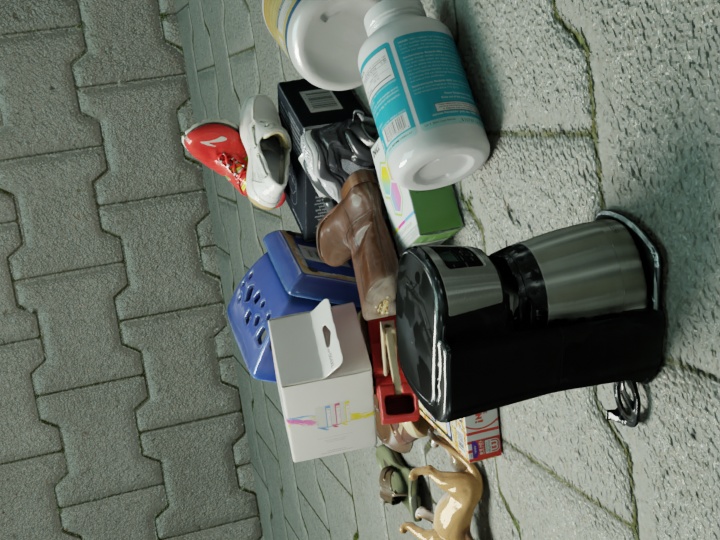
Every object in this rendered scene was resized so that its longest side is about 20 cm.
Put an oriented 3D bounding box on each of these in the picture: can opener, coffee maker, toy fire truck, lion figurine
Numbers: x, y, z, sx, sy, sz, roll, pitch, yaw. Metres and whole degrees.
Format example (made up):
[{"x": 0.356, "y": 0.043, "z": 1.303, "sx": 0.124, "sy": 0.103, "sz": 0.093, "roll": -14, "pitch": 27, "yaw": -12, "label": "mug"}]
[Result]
[{"x": -0.032, "y": -0.088, "z": 1.554, "sx": 0.200, "sy": 0.053, "sz": 0.067, "roll": 61, "pitch": -149, "yaw": -26, "label": "can opener"}, {"x": 0.139, "y": 0.059, "z": 0.894, "sx": 0.135, "sy": 0.199, "sz": 0.193, "roll": 178, "pitch": 82, "yaw": -76, "label": "coffee maker"}, {"x": 0.038, "y": 0.109, "z": 1.418, "sx": 0.141, "sy": 0.049, "sz": 0.201, "roll": 91, "pitch": 172, "yaw": -72, "label": "toy fire truck"}, {"x": 0.121, "y": 0.308, "z": 1.384, "sx": 0.122, "sy": 0.072, "sz": 0.201, "roll": 22, "pitch": 121, "yaw": 32, "label": "lion figurine"}]

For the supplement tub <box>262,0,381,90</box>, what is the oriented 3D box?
[{"x": -0.048, "y": -0.337, "z": 1.418, "sx": 0.200, "sy": 0.144, "sz": 0.145, "roll": -121, "pitch": 25, "yaw": -52, "label": "supplement tub"}]

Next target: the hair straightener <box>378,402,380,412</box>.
[{"x": 0.048, "y": 0.119, "z": 1.585, "sx": 0.077, "sy": 0.041, "sz": 0.201, "roll": 18, "pitch": 109, "yaw": 27, "label": "hair straightener"}]

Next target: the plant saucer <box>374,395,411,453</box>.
[{"x": 0.036, "y": 0.194, "z": 1.708, "sx": 0.200, "sy": 0.032, "sz": 0.201, "roll": 168, "pitch": 90, "yaw": -75, "label": "plant saucer"}]

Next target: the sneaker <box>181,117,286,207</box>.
[{"x": -0.180, "y": -0.158, "z": 1.626, "sx": 0.077, "sy": 0.200, "sz": 0.085, "roll": -44, "pitch": 44, "yaw": 17, "label": "sneaker"}]

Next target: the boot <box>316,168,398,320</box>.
[{"x": 0.000, "y": 0.000, "z": 1.393, "sx": 0.187, "sy": 0.064, "sz": 0.200, "roll": 109, "pitch": 152, "yaw": -49, "label": "boot"}]

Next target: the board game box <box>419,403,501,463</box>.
[{"x": 0.110, "y": 0.131, "z": 1.352, "sx": 0.200, "sy": 0.046, "sz": 0.152, "roll": -142, "pitch": 43, "yaw": -68, "label": "board game box"}]

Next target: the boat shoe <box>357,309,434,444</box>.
[{"x": 0.035, "y": 0.152, "z": 1.533, "sx": 0.072, "sy": 0.072, "sz": 0.200, "roll": -36, "pitch": 76, "yaw": 42, "label": "boat shoe"}]

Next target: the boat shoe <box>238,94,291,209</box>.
[{"x": -0.132, "y": -0.188, "z": 1.594, "sx": 0.069, "sy": 0.071, "sz": 0.201, "roll": -41, "pitch": 48, "yaw": 43, "label": "boat shoe"}]

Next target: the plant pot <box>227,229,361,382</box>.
[{"x": -0.073, "y": 0.054, "z": 1.661, "sx": 0.180, "sy": 0.199, "sz": 0.200, "roll": -68, "pitch": 27, "yaw": 24, "label": "plant pot"}]

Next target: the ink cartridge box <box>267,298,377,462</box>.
[{"x": -0.053, "y": 0.148, "z": 1.497, "sx": 0.200, "sy": 0.125, "sz": 0.129, "roll": 85, "pitch": 171, "yaw": -46, "label": "ink cartridge box"}]

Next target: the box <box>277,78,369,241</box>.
[{"x": -0.056, "y": -0.171, "z": 1.639, "sx": 0.149, "sy": 0.107, "sz": 0.200, "roll": -118, "pitch": 24, "yaw": -49, "label": "box"}]

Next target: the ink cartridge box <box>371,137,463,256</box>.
[{"x": 0.061, "y": -0.128, "z": 1.325, "sx": 0.104, "sy": 0.059, "sz": 0.201, "roll": 134, "pitch": 124, "yaw": -72, "label": "ink cartridge box"}]

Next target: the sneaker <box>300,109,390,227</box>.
[{"x": 0.014, "y": -0.133, "z": 1.468, "sx": 0.200, "sy": 0.114, "sz": 0.076, "roll": 48, "pitch": -155, "yaw": -35, "label": "sneaker"}]

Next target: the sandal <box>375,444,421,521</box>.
[{"x": 0.052, "y": 0.338, "z": 1.694, "sx": 0.201, "sy": 0.057, "sz": 0.080, "roll": -145, "pitch": 46, "yaw": -69, "label": "sandal"}]

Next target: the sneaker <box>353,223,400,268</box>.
[{"x": 0.045, "y": -0.023, "z": 1.445, "sx": 0.200, "sy": 0.079, "sz": 0.096, "roll": -140, "pitch": 48, "yaw": -65, "label": "sneaker"}]

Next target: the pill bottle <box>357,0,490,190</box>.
[{"x": 0.062, "y": -0.197, "z": 1.174, "sx": 0.111, "sy": 0.110, "sz": 0.201, "roll": 115, "pitch": 142, "yaw": -66, "label": "pill bottle"}]
